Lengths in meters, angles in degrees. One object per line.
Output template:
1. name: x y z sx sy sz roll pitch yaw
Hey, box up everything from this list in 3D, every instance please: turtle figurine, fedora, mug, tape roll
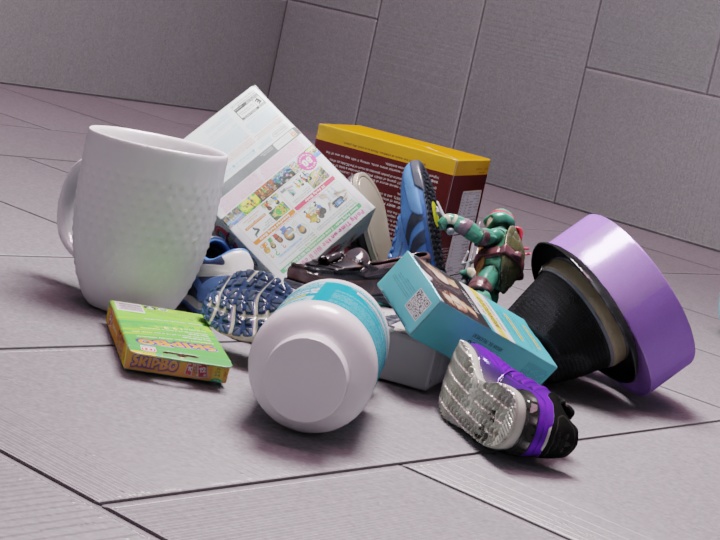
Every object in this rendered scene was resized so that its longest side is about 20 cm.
1. turtle figurine: 0.135 -0.008 1.822 0.100 0.201 0.150 -5 -40 20
2. fedora: 0.216 0.066 1.766 0.091 0.202 0.200 -33 22 -10
3. mug: -0.243 -0.054 1.685 0.199 0.177 0.147 19 10 37
4. tape roll: 0.285 0.039 1.809 0.065 0.201 0.200 -33 21 -10

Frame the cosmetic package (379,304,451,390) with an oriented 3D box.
1. cosmetic package: 0.001 0.067 1.694 0.198 0.052 0.151 15 6 16

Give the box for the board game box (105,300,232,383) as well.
1. board game box: -0.180 0.066 1.511 0.095 0.030 0.200 10 7 -16

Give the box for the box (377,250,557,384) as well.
1. box: 0.109 0.056 1.635 0.199 0.049 0.083 29 20 -43

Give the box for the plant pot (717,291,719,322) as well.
1. plant pot: 0.662 0.039 2.397 0.187 0.201 0.200 26 6 -13

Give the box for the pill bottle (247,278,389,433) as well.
1. pill bottle: -0.035 0.074 1.391 0.110 0.112 0.200 13 8 3

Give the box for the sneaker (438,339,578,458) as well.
1. sneaker: 0.140 0.127 1.487 0.099 0.070 0.200 17 11 -18

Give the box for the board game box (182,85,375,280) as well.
1. board game box: -0.105 -0.084 1.798 0.200 0.147 0.064 46 -24 10

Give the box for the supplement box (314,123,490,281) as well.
1. supplement box: 0.036 -0.068 2.082 0.195 0.202 0.133 16 10 22

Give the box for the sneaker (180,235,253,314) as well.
1. sneaker: -0.175 -0.003 1.771 0.073 0.083 0.199 3 11 -39

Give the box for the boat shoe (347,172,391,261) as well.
1. boat shoe: 0.001 -0.030 1.937 0.062 0.201 0.073 -1 42 19

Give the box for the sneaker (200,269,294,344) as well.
1. sneaker: -0.064 0.062 1.566 0.198 0.077 0.086 13 -32 28

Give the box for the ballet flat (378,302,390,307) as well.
1. ballet flat: 0.048 0.038 1.912 0.198 0.071 0.071 13 9 -8

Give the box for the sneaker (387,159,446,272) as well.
1. sneaker: 0.055 -0.023 1.849 0.078 0.203 0.066 -7 0 17

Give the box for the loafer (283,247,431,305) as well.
1. loafer: 0.000 0.000 1.743 0.199 0.064 0.072 8 7 -43
